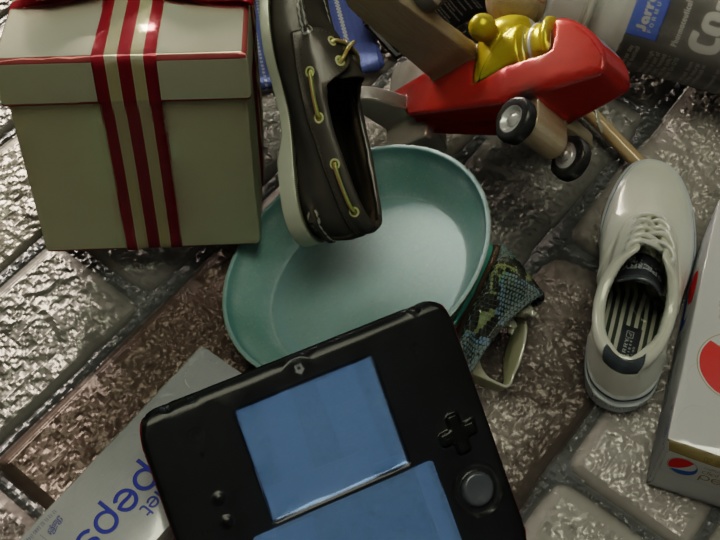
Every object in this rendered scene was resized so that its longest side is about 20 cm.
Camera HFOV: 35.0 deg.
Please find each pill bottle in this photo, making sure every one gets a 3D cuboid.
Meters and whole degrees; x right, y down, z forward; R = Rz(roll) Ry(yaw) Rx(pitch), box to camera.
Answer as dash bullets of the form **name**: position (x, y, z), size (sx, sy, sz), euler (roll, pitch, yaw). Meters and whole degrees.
- **pill bottle**: position (0.248, -0.210, 0.906), size (0.196, 0.114, 0.115), euler (15, 56, 1)

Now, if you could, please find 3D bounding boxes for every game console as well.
- **game console**: position (-0.011, 0.133, 0.669), size (0.197, 0.031, 0.180), euler (-20, 95, -14)

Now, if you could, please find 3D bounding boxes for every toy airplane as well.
- **toy airplane**: position (0.089, -0.147, 0.819), size (0.196, 0.200, 0.144), euler (18, 82, 7)

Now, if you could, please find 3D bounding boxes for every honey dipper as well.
- **honey dipper**: position (0.179, -0.128, 0.909), size (0.038, 0.038, 0.201), euler (-27, 62, -19)

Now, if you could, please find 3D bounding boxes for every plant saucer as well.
- **plant saucer**: position (0.000, 0.000, 0.782), size (0.197, 0.036, 0.202), euler (-15, 46, 16)

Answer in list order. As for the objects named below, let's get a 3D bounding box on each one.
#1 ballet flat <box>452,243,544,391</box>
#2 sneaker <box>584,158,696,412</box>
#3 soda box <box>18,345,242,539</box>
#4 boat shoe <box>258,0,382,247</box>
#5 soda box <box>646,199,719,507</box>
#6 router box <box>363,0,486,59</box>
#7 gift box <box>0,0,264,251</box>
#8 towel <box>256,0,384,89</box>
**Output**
- **ballet flat**: position (0.066, 0.070, 0.755), size (0.073, 0.075, 0.201), euler (26, 63, 16)
- **sneaker**: position (0.200, -0.003, 0.793), size (0.072, 0.071, 0.203), euler (11, 60, 6)
- **soda box**: position (-0.133, 0.146, 0.694), size (0.068, 0.064, 0.200), euler (30, 60, 19)
- **boat shoe**: position (-0.024, -0.121, 0.767), size (0.060, 0.072, 0.205), euler (-7, 91, 23)
- **soda box**: position (0.248, 0.054, 0.768), size (0.067, 0.064, 0.202), euler (17, 57, 10)
- **router box**: position (0.076, -0.297, 0.962), size (0.155, 0.052, 0.203), euler (-23, 50, 30)
- **gift box**: position (-0.158, -0.147, 0.808), size (0.181, 0.189, 0.202), euler (-5, 46, -6)
- **towel**: position (-0.087, -0.206, 0.968), size (0.196, 0.024, 0.147), euler (-11, 58, -6)
